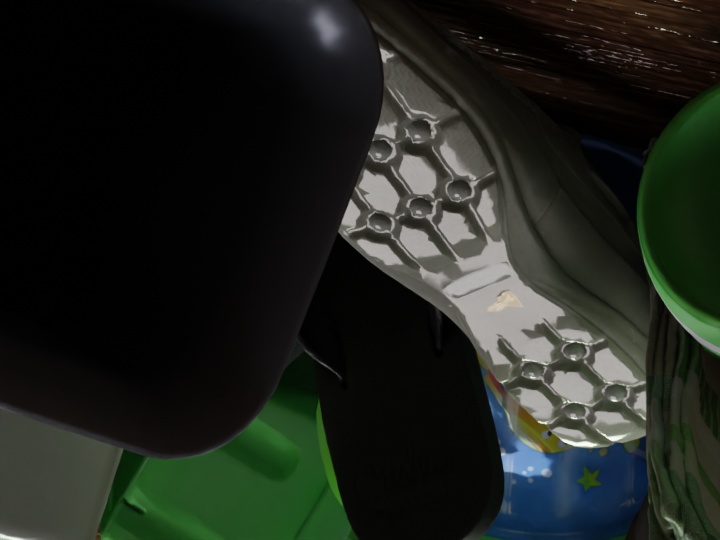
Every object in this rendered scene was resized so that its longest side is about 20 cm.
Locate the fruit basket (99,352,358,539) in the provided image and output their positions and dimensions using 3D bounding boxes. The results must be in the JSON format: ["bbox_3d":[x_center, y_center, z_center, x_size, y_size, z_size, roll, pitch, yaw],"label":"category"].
[{"bbox_3d":[-0.007,0.097,1.123,0.215,0.156,0.216,30,-172,-5],"label":"fruit basket"}]

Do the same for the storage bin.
[{"bbox_3d":[-0.115,-0.057,0.607,0.199,0.146,0.134,23,177,-38],"label":"storage bin"}]

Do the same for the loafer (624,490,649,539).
[{"bbox_3d":[0.161,0.086,0.905,0.199,0.073,0.071,-13,153,-39],"label":"loafer"}]

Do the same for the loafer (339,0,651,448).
[{"bbox_3d":[0.039,-0.024,0.781,0.070,0.070,0.200,-19,128,28],"label":"loafer"}]

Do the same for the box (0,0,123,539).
[{"bbox_3d":[-0.177,-0.035,0.779,0.171,0.201,0.198,18,175,-41],"label":"box"}]

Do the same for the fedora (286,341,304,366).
[{"bbox_3d":[-0.059,-0.011,0.965,0.200,0.092,0.201,23,156,11],"label":"fedora"}]

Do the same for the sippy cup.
[{"bbox_3d":[0.070,0.024,0.913,0.139,0.131,0.178,9,-143,13],"label":"sippy cup"}]

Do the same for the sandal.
[{"bbox_3d":[0.000,0.000,0.824,0.075,0.201,0.045,-27,151,21],"label":"sandal"}]

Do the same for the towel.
[{"bbox_3d":[0.134,0.063,0.783,0.023,0.200,0.153,-24,121,23],"label":"towel"}]

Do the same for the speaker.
[{"bbox_3d":[0.150,0.001,0.732,0.088,0.089,0.200,15,176,29],"label":"speaker"}]
